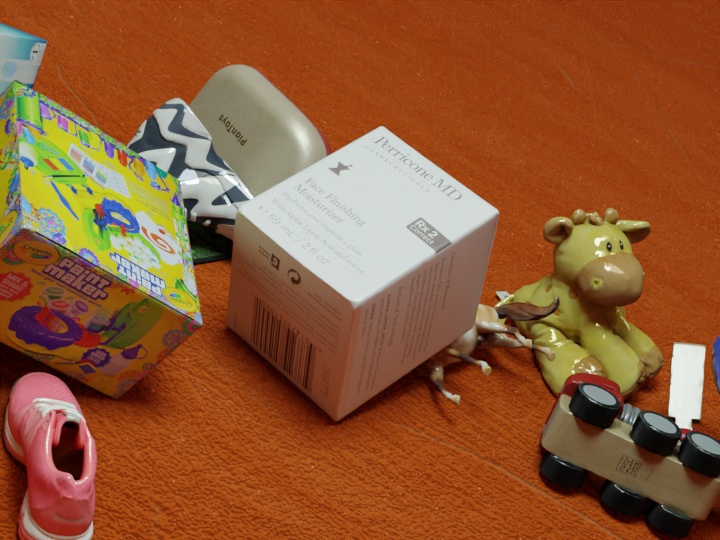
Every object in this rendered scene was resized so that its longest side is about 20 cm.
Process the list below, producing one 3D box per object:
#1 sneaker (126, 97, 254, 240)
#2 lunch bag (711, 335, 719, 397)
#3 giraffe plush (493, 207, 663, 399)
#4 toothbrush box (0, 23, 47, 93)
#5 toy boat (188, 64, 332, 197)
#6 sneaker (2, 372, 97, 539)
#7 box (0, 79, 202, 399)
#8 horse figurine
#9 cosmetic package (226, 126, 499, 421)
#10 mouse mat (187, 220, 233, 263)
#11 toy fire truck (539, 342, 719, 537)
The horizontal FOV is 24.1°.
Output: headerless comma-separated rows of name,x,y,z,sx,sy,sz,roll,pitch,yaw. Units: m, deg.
sneaker,-0.180,-0.063,1.736,0.200,0.129,0.079,55,-3,-17
lunch bag,0.431,0.165,1.679,0.200,0.124,0.170,42,25,-16
giraffe plush,0.246,0.020,1.795,0.200,0.163,0.172,37,34,22
toothbrush box,-0.397,-0.173,1.631,0.085,0.147,0.200,21,7,11
toy boat,-0.102,-0.127,1.865,0.200,0.131,0.131,46,9,33
sneaker,-0.242,0.139,1.378,0.073,0.087,0.201,8,34,-25
box,-0.260,-0.026,1.494,0.199,0.122,0.193,32,29,-37
horse figurine,0.111,0.073,1.717,0.199,0.050,0.132,-25,34,-31
cosmetic package,0.000,0.000,1.622,0.165,0.166,0.199,38,51,26
mouse mat,-0.226,-0.068,1.781,0.160,0.008,0.200,-11,44,-42
toy fire truck,0.281,0.145,1.687,0.175,0.129,0.200,24,20,3
